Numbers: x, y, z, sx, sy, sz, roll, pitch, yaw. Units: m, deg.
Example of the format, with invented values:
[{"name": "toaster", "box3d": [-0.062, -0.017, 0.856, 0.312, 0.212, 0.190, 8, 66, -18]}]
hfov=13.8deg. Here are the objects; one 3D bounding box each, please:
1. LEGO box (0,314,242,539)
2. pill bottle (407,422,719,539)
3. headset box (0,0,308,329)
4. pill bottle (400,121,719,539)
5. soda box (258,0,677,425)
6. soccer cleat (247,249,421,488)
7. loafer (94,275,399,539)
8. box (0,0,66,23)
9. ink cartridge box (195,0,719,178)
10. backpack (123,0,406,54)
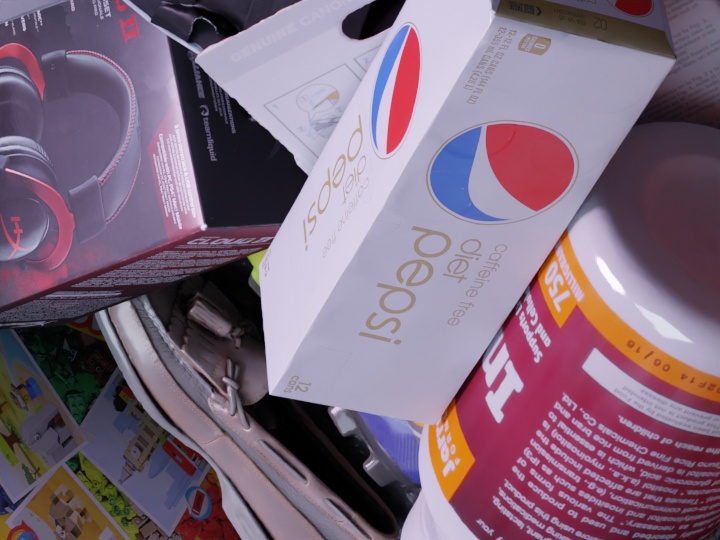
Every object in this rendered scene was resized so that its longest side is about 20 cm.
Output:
[{"name": "LEGO box", "box3d": [-0.150, 0.094, 1.386, 0.077, 0.149, 0.200, -27, 107, 45]}, {"name": "pill bottle", "box3d": [0.092, 0.081, 1.226, 0.116, 0.116, 0.200, -7, 120, 39]}, {"name": "headset box", "box3d": [-0.102, -0.069, 1.225, 0.200, 0.075, 0.149, -18, 80, 44]}, {"name": "pill bottle", "box3d": [0.089, 0.051, 1.072, 0.113, 0.113, 0.200, 35, 131, 6]}, {"name": "soda box", "box3d": [0.031, -0.034, 1.010, 0.068, 0.064, 0.200, 11, 136, -20]}, {"name": "soccer cleat", "box3d": [0.000, 0.000, 1.280, 0.084, 0.065, 0.201, -28, 103, 15]}, {"name": "loafer", "box3d": [-0.050, 0.059, 1.356, 0.063, 0.072, 0.200, -18, 120, 25]}, {"name": "box", "box3d": [-0.196, -0.199, 1.144, 0.176, 0.096, 0.201, 30, 137, 59]}, {"name": "ink cartridge box", "box3d": [0.058, -0.071, 1.061, 0.162, 0.057, 0.200, -26, 134, 19]}, {"name": "backpack", "box3d": [-0.012, -0.159, 1.071, 0.177, 0.151, 0.200, 30, 139, 2]}]
